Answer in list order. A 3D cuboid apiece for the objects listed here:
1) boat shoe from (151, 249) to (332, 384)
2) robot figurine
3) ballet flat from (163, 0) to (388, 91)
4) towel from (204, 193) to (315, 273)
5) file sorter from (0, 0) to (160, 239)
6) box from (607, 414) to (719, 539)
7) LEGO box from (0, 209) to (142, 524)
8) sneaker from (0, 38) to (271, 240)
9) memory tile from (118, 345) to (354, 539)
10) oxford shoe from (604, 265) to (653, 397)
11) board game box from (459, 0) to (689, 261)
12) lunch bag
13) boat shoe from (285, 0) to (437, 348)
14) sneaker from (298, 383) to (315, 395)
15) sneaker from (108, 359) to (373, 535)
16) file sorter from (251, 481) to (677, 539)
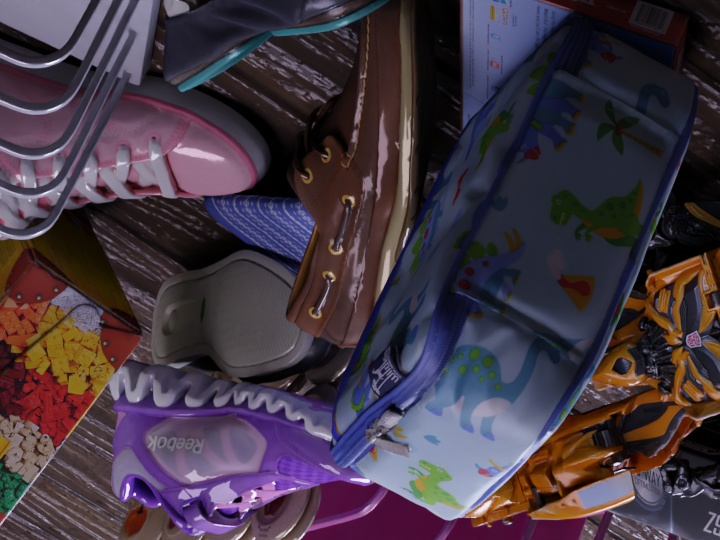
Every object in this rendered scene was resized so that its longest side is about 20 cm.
[{"bbox_3d":[-0.055,0.030,1.555,0.067,0.072,0.200,12,174,-24],"label":"boat shoe"},{"bbox_3d":[0.122,0.049,1.297,0.199,0.146,0.058,-23,171,35],"label":"robot figurine"},{"bbox_3d":[-0.048,-0.133,1.257,0.073,0.073,0.200,34,160,-19],"label":"ballet flat"},{"bbox_3d":[0.000,0.000,1.456,0.144,0.024,0.200,37,170,-17],"label":"towel"},{"bbox_3d":[-0.180,-0.124,1.321,0.138,0.125,0.200,24,155,2],"label":"file sorter"},{"bbox_3d":[0.232,0.115,1.386,0.199,0.044,0.160,19,-166,16],"label":"box"},{"bbox_3d":[-0.209,0.040,1.543,0.077,0.149,0.200,35,-172,-22],"label":"LEGO box"},{"bbox_3d":[-0.152,-0.053,1.459,0.199,0.105,0.076,17,152,17],"label":"sneaker"},{"bbox_3d":[-0.072,0.098,1.621,0.017,0.154,0.199,32,154,-28],"label":"memory tile"},{"bbox_3d":[0.132,0.032,1.366,0.199,0.074,0.071,10,-175,33],"label":"oxford shoe"},{"bbox_3d":[0.096,-0.073,1.281,0.102,0.020,0.200,21,155,12],"label":"board game box"},{"bbox_3d":[0.062,0.002,1.197,0.082,0.201,0.161,28,156,-5],"label":"lunch bag"},{"bbox_3d":[-0.002,-0.045,1.287,0.067,0.072,0.201,8,125,4],"label":"boat shoe"},{"bbox_3d":[0.025,0.137,1.698,0.200,0.075,0.082,38,151,-26],"label":"sneaker"},{"bbox_3d":[-0.066,0.106,1.514,0.199,0.089,0.080,7,170,42],"label":"sneaker"},{"bbox_3d":[0.069,0.140,1.592,0.200,0.140,0.125,36,151,-22],"label":"file sorter"}]
